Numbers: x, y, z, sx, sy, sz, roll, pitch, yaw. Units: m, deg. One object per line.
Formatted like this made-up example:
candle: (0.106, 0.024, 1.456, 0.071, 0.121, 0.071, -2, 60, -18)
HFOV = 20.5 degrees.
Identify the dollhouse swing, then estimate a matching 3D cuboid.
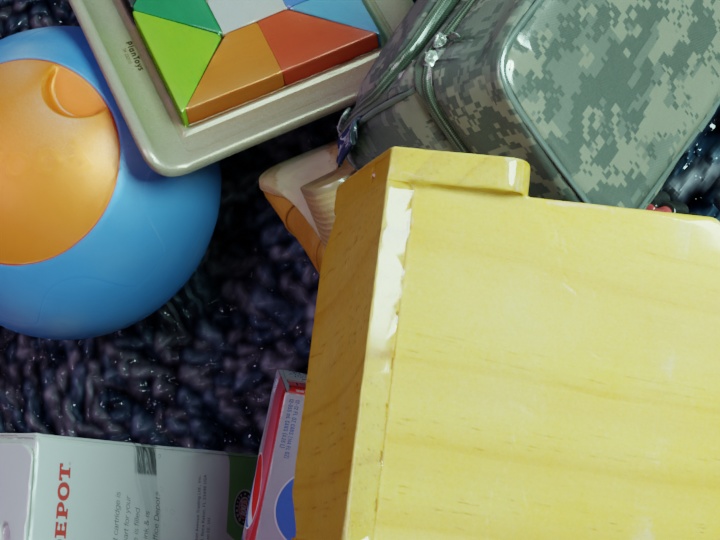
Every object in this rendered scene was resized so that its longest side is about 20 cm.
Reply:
dollhouse swing: (0.074, 0.058, 0.971, 0.182, 0.175, 0.201, 154, 123, -76)

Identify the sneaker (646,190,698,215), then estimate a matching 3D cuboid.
sneaker: (0.179, 0.029, 1.055, 0.200, 0.073, 0.087, 41, 120, 43)

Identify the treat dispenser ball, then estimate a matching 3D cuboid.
treat dispenser ball: (-0.189, -0.056, 1.288, 0.200, 0.200, 0.202, -9, 76, 39)

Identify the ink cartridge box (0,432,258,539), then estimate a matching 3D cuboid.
ink cartridge box: (-0.150, 0.177, 1.206, 0.084, 0.199, 0.147, -4, 78, 42)

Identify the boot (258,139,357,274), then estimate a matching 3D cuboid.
boot: (0.001, 0.000, 1.195, 0.071, 0.201, 0.145, -24, 103, -3)

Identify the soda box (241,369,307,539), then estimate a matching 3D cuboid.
soda box: (-0.035, 0.165, 1.170, 0.063, 0.070, 0.201, -128, 49, -78)

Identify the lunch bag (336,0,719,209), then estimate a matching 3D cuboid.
lunch bag: (0.093, -0.116, 1.068, 0.167, 0.139, 0.200, -2, 47, 54)

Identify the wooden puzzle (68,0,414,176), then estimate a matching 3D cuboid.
wooden puzzle: (-0.070, -0.164, 1.231, 0.199, 0.037, 0.186, -21, 59, -13)
